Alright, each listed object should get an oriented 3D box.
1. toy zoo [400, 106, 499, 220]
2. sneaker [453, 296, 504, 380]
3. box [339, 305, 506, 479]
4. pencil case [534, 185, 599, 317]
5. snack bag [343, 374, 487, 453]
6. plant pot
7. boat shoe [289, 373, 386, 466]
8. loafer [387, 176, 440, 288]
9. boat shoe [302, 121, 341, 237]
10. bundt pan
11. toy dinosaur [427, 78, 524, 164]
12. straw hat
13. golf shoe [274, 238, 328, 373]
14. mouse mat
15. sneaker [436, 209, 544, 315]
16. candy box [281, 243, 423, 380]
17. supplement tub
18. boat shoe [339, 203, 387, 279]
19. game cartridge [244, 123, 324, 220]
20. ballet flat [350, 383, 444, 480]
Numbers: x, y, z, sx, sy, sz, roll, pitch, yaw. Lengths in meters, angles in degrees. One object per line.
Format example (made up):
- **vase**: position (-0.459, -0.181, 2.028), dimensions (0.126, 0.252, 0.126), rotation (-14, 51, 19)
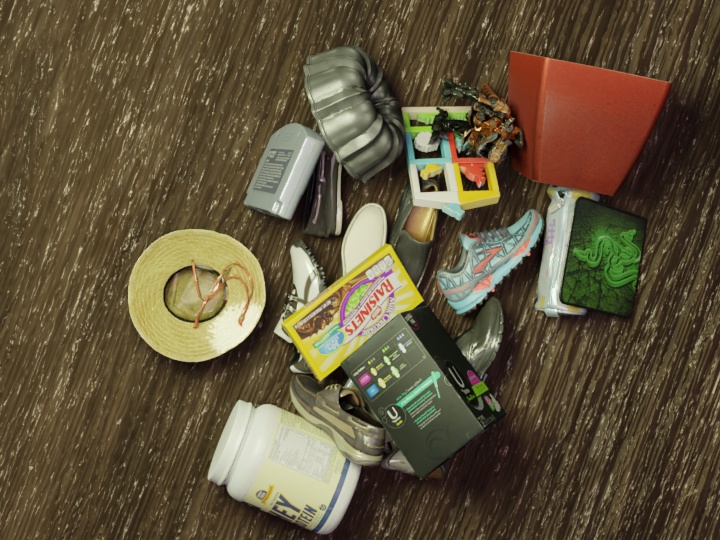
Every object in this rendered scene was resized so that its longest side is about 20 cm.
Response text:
- **toy zoo**: position (0.134, -0.160, 1.682), dimensions (0.129, 0.021, 0.203), rotation (-2, 58, -9)
- **sneaker**: position (0.158, 0.130, 1.709), dimensions (0.089, 0.076, 0.203), rotation (22, 83, 1)
- **box**: position (0.092, 0.170, 1.619), dimensions (0.124, 0.148, 0.201), rotation (-40, 79, 17)
- **pencil case**: position (0.317, -0.030, 1.734), dimensions (0.082, 0.091, 0.204), rotation (6, 93, 17)
- **snack bag**: position (0.071, 0.193, 1.740), dimensions (0.198, 0.021, 0.190), rotation (31, 86, -8)
- **plant pot**: position (0.321, -0.217, 1.686), dimensions (0.196, 0.200, 0.179), rotation (9, 102, -9)
- **boat shoe**: position (-0.026, 0.202, 1.640), dimensions (0.074, 0.199, 0.074), rotation (8, 114, -50)
- **loafer**: position (0.077, -0.044, 1.706), dimensions (0.071, 0.072, 0.204), rotation (10, 91, -9)
- **boat shoe**: position (-0.060, -0.150, 1.677), dimensions (0.056, 0.067, 0.204), rotation (-3, 96, -15)
- **bundt pan**: position (0.002, -0.233, 1.619), dimensions (0.075, 0.202, 0.205), rotation (-22, 96, 21)
- **toy dinosaur**: position (0.176, -0.220, 1.665), dimensions (0.133, 0.200, 0.104), rotation (14, 105, -2)
- **straw hat**: position (-0.243, 0.034, 1.653), dimensions (0.197, 0.085, 0.205), rotation (-1, 94, -14)
- **golf shoe**: position (-0.089, 0.058, 1.682), dimensions (0.093, 0.078, 0.204), rotation (-14, 93, -8)
- **mouse mat**: position (0.375, -0.017, 1.730), dimensions (0.198, 0.007, 0.164), rotation (11, 88, -44)
- **sneaker**: position (0.196, -0.030, 1.723), dimensions (0.096, 0.079, 0.200), rotation (45, 85, -6)
- **candy box**: position (-0.010, 0.060, 1.655), dimensions (0.199, 0.026, 0.103), rotation (-37, 108, -13)
- **supplement tub**: position (-0.110, 0.285, 1.652), dimensions (0.197, 0.145, 0.147), rotation (23, 88, -9)
- **boat shoe**: position (0.000, 0.000, 1.712), dimensions (0.066, 0.057, 0.204), rotation (10, 86, 3)
- **game cartridge**: position (-0.109, -0.144, 1.610), dimensions (0.040, 0.200, 0.135), rotation (20, 90, -20)
- **ballet flat**: position (0.044, 0.248, 1.686), dimensions (0.072, 0.068, 0.201), rotation (-37, 95, -31)
